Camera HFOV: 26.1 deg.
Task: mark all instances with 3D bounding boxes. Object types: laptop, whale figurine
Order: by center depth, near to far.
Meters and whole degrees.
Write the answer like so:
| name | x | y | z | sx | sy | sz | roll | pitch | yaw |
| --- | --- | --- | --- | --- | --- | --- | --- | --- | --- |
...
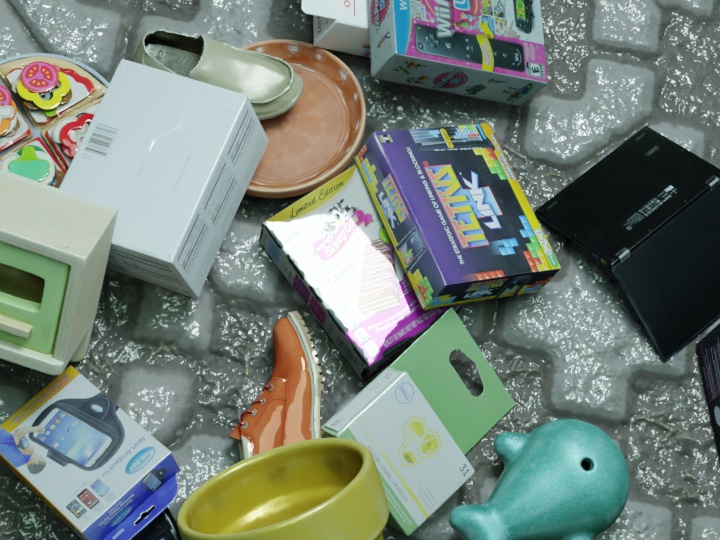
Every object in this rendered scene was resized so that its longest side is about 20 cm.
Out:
| name | x | y | z | sx | sy | sz | roll | pitch | yaw |
| --- | --- | --- | --- | --- | --- | --- | --- | --- | --- |
| whale figurine | 0.192 | 0.234 | 1.624 | 0.200 | 0.104 | 0.159 | -26 | 76 | -23 |
| laptop | 0.341 | -0.035 | 1.799 | 0.187 | 0.116 | 0.200 | -36 | 50 | -19 |

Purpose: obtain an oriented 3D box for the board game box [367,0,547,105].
| name | x | y | z | sx | sy | sz | roll | pitch | yaw |
| --- | --- | --- | --- | --- | --- | --- | --- | --- | --- |
| board game box | 0.108 | -0.279 | 1.756 | 0.199 | 0.064 | 0.148 | 6 | 69 | -26 |

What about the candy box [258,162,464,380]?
| name | x | y | z | sx | sy | sz | roll | pitch | yaw |
| --- | --- | --- | --- | --- | --- | --- | --- | --- | --- |
| candy box | 0.000 | 0.000 | 1.711 | 0.136 | 0.061 | 0.200 | -34 | 77 | -19 |

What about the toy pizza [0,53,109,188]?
| name | x | y | z | sx | sy | sz | roll | pitch | yaw |
| --- | --- | --- | --- | --- | --- | --- | --- | --- | --- |
| toy pizza | -0.360 | -0.157 | 1.734 | 0.200 | 0.032 | 0.201 | 3 | 70 | -7 |

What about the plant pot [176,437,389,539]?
| name | x | y | z | sx | sy | sz | roll | pitch | yaw |
| --- | --- | --- | --- | --- | --- | --- | --- | --- | --- |
| plant pot | -0.056 | 0.291 | 1.518 | 0.200 | 0.201 | 0.189 | -22 | 105 | -15 |

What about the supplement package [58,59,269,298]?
| name | x | y | z | sx | sy | sz | roll | pitch | yaw |
| --- | --- | --- | --- | --- | --- | --- | --- | --- | --- |
| supplement package | -0.215 | -0.098 | 1.664 | 0.155 | 0.111 | 0.200 | 18 | 72 | 16 |

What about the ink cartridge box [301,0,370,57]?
| name | x | y | z | sx | sy | sz | roll | pitch | yaw |
| --- | --- | --- | --- | --- | --- | --- | --- | --- | --- |
| ink cartridge box | 0.010 | -0.312 | 1.794 | 0.199 | 0.068 | 0.115 | 9 | 67 | -25 |

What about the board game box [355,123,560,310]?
| name | x | y | z | sx | sy | sz | roll | pitch | yaw |
| --- | --- | --- | --- | --- | --- | --- | --- | --- | --- |
| board game box | 0.107 | -0.064 | 1.713 | 0.165 | 0.057 | 0.200 | -8 | 63 | -35 |

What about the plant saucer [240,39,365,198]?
| name | x | y | z | sx | sy | sz | roll | pitch | yaw |
| --- | --- | --- | --- | --- | --- | --- | --- | --- | --- |
| plant saucer | -0.093 | -0.170 | 1.762 | 0.200 | 0.032 | 0.201 | -1 | 64 | 2 |

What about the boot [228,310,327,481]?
| name | x | y | z | sx | sy | sz | roll | pitch | yaw |
| --- | --- | --- | --- | --- | --- | --- | --- | --- | --- |
| boot | -0.089 | 0.141 | 1.644 | 0.107 | 0.075 | 0.201 | -5 | 72 | -5 |

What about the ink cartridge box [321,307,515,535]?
| name | x | y | z | sx | sy | sz | roll | pitch | yaw |
| --- | --- | --- | --- | --- | --- | --- | --- | --- | --- |
| ink cartridge box | 0.073 | 0.157 | 1.638 | 0.200 | 0.048 | 0.146 | -41 | 111 | -18 |

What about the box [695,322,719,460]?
| name | x | y | z | sx | sy | sz | roll | pitch | yaw |
| --- | --- | --- | --- | --- | --- | --- | --- | --- | --- |
| box | 0.461 | 0.152 | 1.692 | 0.132 | 0.115 | 0.201 | -5 | 72 | -11 |

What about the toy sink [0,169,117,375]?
| name | x | y | z | sx | sy | sz | roll | pitch | yaw |
| --- | --- | --- | --- | --- | --- | --- | --- | --- | --- |
| toy sink | -0.338 | 0.024 | 1.567 | 0.130 | 0.200 | 0.112 | 19 | 33 | 0 |

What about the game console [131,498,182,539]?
| name | x | y | z | sx | sy | sz | roll | pitch | yaw |
| --- | --- | --- | --- | --- | --- | --- | --- | --- | --- |
| game console | -0.234 | 0.349 | 1.513 | 0.172 | 0.119 | 0.200 | -36 | 77 | 16 |

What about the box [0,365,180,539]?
| name | x | y | z | sx | sy | sz | roll | pitch | yaw |
| --- | --- | --- | --- | --- | --- | --- | --- | --- | --- |
| box | -0.275 | 0.191 | 1.569 | 0.119 | 0.042 | 0.200 | -42 | 51 | -20 |

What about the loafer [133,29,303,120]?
| name | x | y | z | sx | sy | sz | roll | pitch | yaw |
| --- | --- | --- | --- | --- | --- | --- | --- | --- | --- |
| loafer | -0.163 | -0.221 | 1.734 | 0.199 | 0.068 | 0.076 | 9 | 65 | 7 |
